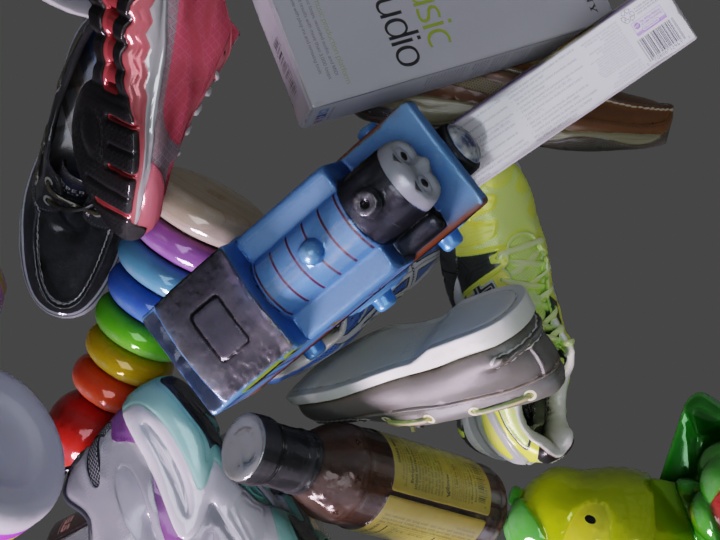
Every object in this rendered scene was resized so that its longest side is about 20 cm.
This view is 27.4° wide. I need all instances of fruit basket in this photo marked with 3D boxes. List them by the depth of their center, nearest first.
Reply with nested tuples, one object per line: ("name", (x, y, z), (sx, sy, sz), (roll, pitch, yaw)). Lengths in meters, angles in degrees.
("fruit basket", (0.200, 0.182, 0.932), (0.214, 0.155, 0.217), (-6, 106, -19))

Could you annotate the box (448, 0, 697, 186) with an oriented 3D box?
("box", (0.097, -0.093, 0.845), (0.200, 0.039, 0.042), (-35, 95, 13))

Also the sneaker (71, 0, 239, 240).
("sneaker", (-0.105, -0.110, 0.826), (0.086, 0.074, 0.201), (-9, 119, -35))

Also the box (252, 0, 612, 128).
("box", (0.033, -0.178, 0.852), (0.199, 0.036, 0.145), (-19, 81, -20))

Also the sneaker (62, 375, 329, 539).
("sneaker", (-0.105, 0.178, 0.896), (0.140, 0.078, 0.200), (-41, 90, 6))

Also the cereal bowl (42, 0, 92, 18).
("cereal bowl", (-0.147, -0.247, 0.837), (0.199, 0.083, 0.201), (-15, 116, -33))

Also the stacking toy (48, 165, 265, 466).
("stacking toy", (-0.134, 0.040, 0.916), (0.085, 0.085, 0.201), (26, 103, -7))

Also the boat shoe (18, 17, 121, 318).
("boat shoe", (-0.165, -0.064, 0.897), (0.070, 0.066, 0.201), (17, 99, -6))

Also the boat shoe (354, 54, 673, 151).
("boat shoe", (0.093, -0.115, 0.899), (0.199, 0.076, 0.074), (7, 97, -5))

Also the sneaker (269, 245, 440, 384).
("sneaker", (0.000, 0.000, 0.913), (0.076, 0.077, 0.200), (41, 94, -7))

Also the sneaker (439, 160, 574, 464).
("sneaker", (0.100, 0.024, 0.912), (0.075, 0.076, 0.201), (-20, 110, -33))

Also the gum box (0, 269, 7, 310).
("gum box", (-0.275, -0.038, 0.859), (0.066, 0.114, 0.201), (-22, 109, 0))

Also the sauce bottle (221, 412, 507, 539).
("sauce bottle", (0.004, 0.127, 0.898), (0.200, 0.065, 0.065), (24, 99, -39))

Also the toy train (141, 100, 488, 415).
("toy train", (-0.020, -0.007, 0.802), (0.200, 0.114, 0.087), (-39, 87, 21))

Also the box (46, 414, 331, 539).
("box", (-0.086, 0.219, 0.962), (0.158, 0.048, 0.201), (-27, 101, 2))

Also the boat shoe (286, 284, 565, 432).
("boat shoe", (0.034, 0.066, 0.887), (0.201, 0.072, 0.060), (-21, 109, 44))

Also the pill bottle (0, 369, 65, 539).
("pill bottle", (-0.276, 0.143, 0.886), (0.200, 0.104, 0.104), (-33, 101, 29))
